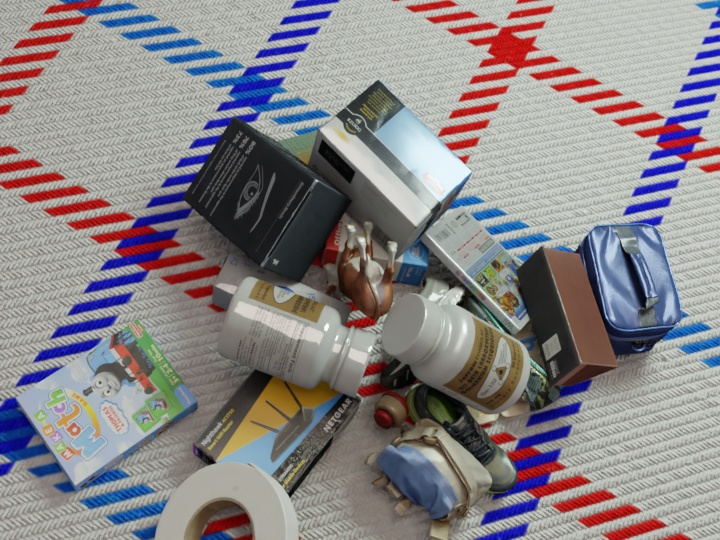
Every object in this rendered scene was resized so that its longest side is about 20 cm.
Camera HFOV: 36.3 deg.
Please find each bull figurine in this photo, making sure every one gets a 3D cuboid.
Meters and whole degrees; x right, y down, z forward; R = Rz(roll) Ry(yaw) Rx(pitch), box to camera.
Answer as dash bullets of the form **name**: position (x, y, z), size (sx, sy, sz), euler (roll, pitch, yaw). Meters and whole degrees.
- **bull figurine**: position (0.000, 0.000, 1.549), size (0.064, 0.200, 0.123), euler (-2, 108, -21)

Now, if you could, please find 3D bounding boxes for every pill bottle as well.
- **pill bottle**: position (0.129, 0.111, 1.503), size (0.199, 0.114, 0.116), euler (29, 57, -32)
- **pill bottle**: position (-0.084, 0.095, 1.497), size (0.198, 0.115, 0.115), euler (21, 62, 2)

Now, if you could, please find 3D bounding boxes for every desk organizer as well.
- **desk organizer**: position (0.302, 0.069, 1.613), size (0.076, 0.072, 0.202), euler (8, 53, -30)

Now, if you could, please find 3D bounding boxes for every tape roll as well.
- **tape roll**: position (-0.174, 0.348, 1.411), size (0.200, 0.037, 0.206), euler (-11, 64, 22)

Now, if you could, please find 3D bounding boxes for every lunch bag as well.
- **lunch bag**: position (0.400, 0.033, 1.671), size (0.134, 0.133, 0.202), euler (-5, 65, -12)

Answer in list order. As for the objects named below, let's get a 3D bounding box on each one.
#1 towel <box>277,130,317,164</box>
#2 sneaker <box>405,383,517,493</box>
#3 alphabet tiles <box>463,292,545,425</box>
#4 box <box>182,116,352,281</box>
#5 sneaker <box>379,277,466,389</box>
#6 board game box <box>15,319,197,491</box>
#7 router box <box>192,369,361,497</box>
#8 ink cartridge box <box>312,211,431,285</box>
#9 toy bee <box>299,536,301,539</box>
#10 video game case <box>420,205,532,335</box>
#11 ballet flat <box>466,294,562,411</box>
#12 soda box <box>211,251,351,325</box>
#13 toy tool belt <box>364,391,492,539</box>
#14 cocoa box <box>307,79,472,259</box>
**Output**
- **towel**: position (-0.049, -0.182, 1.724), size (0.198, 0.022, 0.147), euler (-18, 39, -16)
- **sneaker**: position (0.143, 0.236, 1.548), size (0.200, 0.081, 0.074), euler (42, 76, 9)
- **alphabet tiles**: position (0.179, 0.130, 1.649), size (0.193, 0.015, 0.202), euler (-12, 67, -13)
- **box**: position (-0.136, -0.103, 1.589), size (0.200, 0.104, 0.149), euler (40, 99, 32)
- **sneaker**: position (0.080, 0.092, 1.613), size (0.079, 0.074, 0.201), euler (27, 58, 16)
- **board game box**: position (-0.348, 0.183, 1.515), size (0.199, 0.037, 0.152), euler (-34, 75, -22)
- **router box**: position (-0.116, 0.218, 1.530), size (0.148, 0.051, 0.200), euler (35, 63, 10)
- **ink cartridge box**: position (0.006, -0.058, 1.679), size (0.197, 0.067, 0.118), euler (9, 63, -5)
- **toy bee**: position (-0.080, 0.413, 1.424), size (0.129, 0.109, 0.202), euler (-11, 59, 14)
- **video game case**: position (0.192, -0.004, 1.667), size (0.200, 0.018, 0.143), euler (46, 34, 7)
- **ballet flat**: position (0.208, 0.125, 1.615), size (0.074, 0.075, 0.200), euler (-34, 70, -23)
- **soda box**: position (-0.116, 0.051, 1.604), size (0.198, 0.068, 0.064), euler (25, 63, 2)
- **toy tool belt**: position (0.072, 0.270, 1.504), size (0.200, 0.125, 0.123), euler (41, 56, 11)
- **cocoa box**: position (0.040, -0.146, 1.604), size (0.200, 0.134, 0.131), euler (45, 67, 6)
